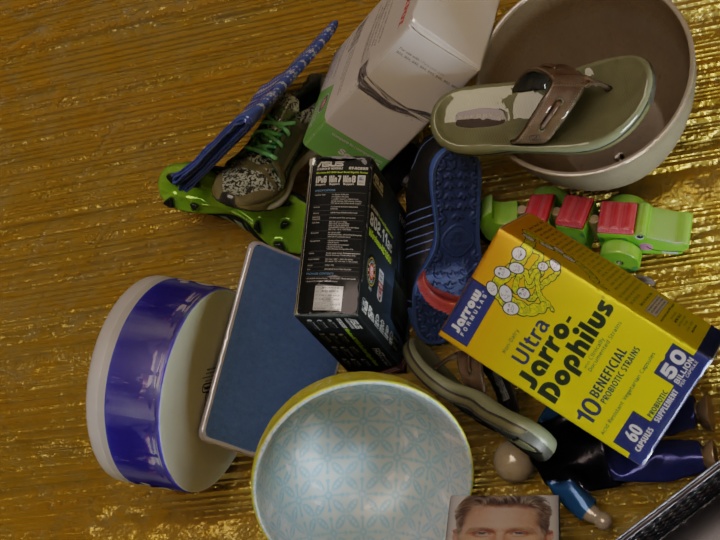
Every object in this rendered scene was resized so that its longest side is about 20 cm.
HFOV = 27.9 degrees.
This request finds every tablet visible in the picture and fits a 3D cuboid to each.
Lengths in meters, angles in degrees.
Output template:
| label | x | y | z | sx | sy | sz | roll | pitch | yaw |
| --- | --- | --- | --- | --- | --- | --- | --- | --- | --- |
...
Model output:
| label | x | y | z | sx | sy | sz | roll | pitch | yaw |
| --- | --- | --- | --- | --- | --- | --- | --- | --- | --- |
| tablet | -0.078 | 0.084 | 1.402 | 0.014 | 0.130 | 0.200 | -10 | 62 | 56 |

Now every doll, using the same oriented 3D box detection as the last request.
| label | x | y | z | sx | sy | sz | roll | pitch | yaw |
| --- | --- | --- | --- | --- | --- | --- | --- | --- | --- |
| doll | 0.214 | 0.162 | 1.288 | 0.200 | 0.048 | 0.137 | -9 | 73 | 19 |

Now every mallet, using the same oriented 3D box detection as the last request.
| label | x | y | z | sx | sy | sz | roll | pitch | yaw |
| --- | --- | --- | --- | --- | --- | --- | --- | --- | --- |
| mallet | 0.095 | -0.071 | 1.433 | 0.200 | 0.041 | 0.066 | 27 | 85 | 24 |

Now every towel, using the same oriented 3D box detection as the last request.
| label | x | y | z | sx | sy | sz | roll | pitch | yaw |
| --- | --- | --- | --- | --- | --- | --- | --- | --- | --- |
| towel | -0.106 | -0.167 | 1.457 | 0.145 | 0.024 | 0.200 | -37 | 13 | 44 |

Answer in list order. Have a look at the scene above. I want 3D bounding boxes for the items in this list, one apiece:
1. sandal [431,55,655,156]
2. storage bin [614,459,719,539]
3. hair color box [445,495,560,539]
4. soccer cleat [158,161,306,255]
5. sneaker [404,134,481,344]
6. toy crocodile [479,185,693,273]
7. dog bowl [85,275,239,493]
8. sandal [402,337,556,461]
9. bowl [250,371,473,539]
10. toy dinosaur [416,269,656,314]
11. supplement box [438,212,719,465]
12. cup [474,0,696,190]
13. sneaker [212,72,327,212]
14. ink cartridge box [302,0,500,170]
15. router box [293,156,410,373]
| label | x | y | z | sx | sy | sz | roll | pitch | yaw |
| --- | --- | --- | --- | --- | --- | --- | --- | --- | --- |
| sandal | 0.154 | -0.141 | 1.247 | 0.200 | 0.057 | 0.080 | -9 | 68 | 18 |
| storage bin | 0.302 | 0.251 | 1.195 | 0.200 | 0.094 | 0.135 | -39 | 62 | 6 |
| hair color box | 0.118 | 0.266 | 1.205 | 0.100 | 0.200 | 0.061 | -1 | 115 | 7 |
| soccer cleat | -0.111 | -0.072 | 1.499 | 0.200 | 0.081 | 0.068 | 20 | 114 | 9 |
| sneaker | 0.076 | -0.033 | 1.386 | 0.070 | 0.078 | 0.200 | 2 | 109 | -15 |
| toy crocodile | 0.209 | -0.044 | 1.352 | 0.200 | 0.062 | 0.068 | 7 | 61 | 24 |
| dog bowl | -0.175 | 0.108 | 1.382 | 0.079 | 0.200 | 0.201 | 8 | 74 | 23 |
| sandal | 0.115 | 0.109 | 1.312 | 0.201 | 0.080 | 0.057 | 31 | 86 | 48 |
| bowl | -0.005 | 0.173 | 1.328 | 0.200 | 0.200 | 0.108 | -40 | 18 | 4 |
| toy dinosaur | 0.182 | 0.052 | 1.292 | 0.181 | 0.200 | 0.105 | -4 | 84 | 54 |
| supplement box | 0.185 | 0.053 | 1.207 | 0.200 | 0.109 | 0.109 | 32 | 107 | 12 |
| cup | 0.222 | -0.155 | 1.348 | 0.200 | 0.143 | 0.201 | -7 | 69 | 20 |
| sneaker | -0.086 | -0.135 | 1.447 | 0.077 | 0.089 | 0.200 | 19 | 44 | 19 |
| ink cartridge box | 0.041 | -0.202 | 1.391 | 0.200 | 0.084 | 0.146 | -42 | 23 | 46 |
| router box | 0.000 | 0.000 | 1.350 | 0.062 | 0.200 | 0.150 | 0 | 71 | 14 |
